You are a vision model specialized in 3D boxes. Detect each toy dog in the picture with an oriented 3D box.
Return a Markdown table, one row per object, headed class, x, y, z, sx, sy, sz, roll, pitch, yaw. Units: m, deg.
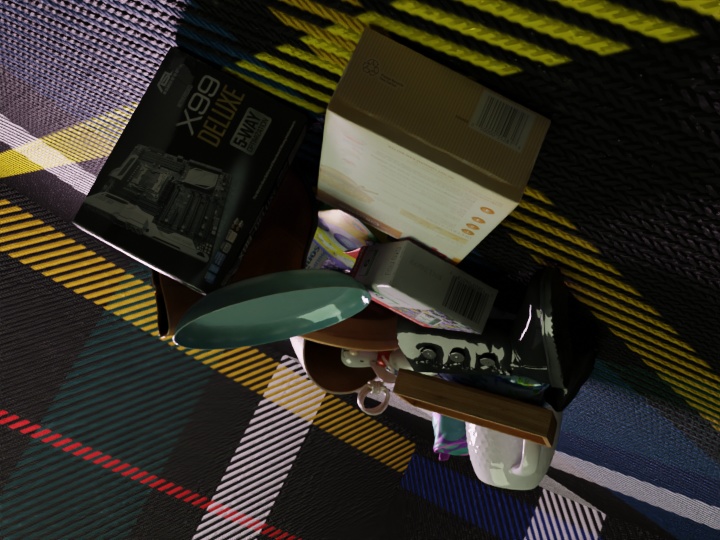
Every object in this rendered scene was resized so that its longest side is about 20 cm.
| class | x | y | z | sx | sy | sz | roll | pitch | yaw |
| --- | --- | --- | --- | --- | --- | --- | --- | --- | --- |
| toy dog | 0.071 | 0.139 | 1.145 | 0.196 | 0.134 | 0.097 | -16 | 163 | -3 |

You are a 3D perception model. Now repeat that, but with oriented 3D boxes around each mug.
| class | x | y | z | sx | sy | sz | roll | pitch | yaw |
| --- | --- | --- | --- | --- | --- | --- | --- | --- | --- |
| mug | 0.230 | 0.229 | 1.069 | 0.144 | 0.180 | 0.200 | 6 | 178 | -1 |

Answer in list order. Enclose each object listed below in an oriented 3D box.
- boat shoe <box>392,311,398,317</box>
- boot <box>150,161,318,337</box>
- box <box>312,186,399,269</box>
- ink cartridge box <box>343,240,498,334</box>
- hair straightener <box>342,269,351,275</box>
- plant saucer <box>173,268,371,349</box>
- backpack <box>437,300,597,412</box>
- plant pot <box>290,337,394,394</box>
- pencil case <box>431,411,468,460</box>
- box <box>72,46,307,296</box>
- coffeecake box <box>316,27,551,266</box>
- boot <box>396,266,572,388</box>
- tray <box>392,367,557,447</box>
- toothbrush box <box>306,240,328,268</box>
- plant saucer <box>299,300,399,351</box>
| class | x | y | z | sx | sy | sz | roll | pitch | yaw |
| --- | --- | --- | --- | --- | --- | --- | --- | --- | --- |
| boat shoe | 0.075 | 0.051 | 1.055 | 0.068 | 0.075 | 0.200 | 15 | 163 | 21 |
| boot | -0.144 | -0.033 | 0.804 | 0.197 | 0.193 | 0.068 | -4 | -176 | -37 |
| box | -0.001 | -0.050 | 0.865 | 0.117 | 0.049 | 0.199 | 44 | 159 | -24 |
| ink cartridge box | 0.047 | 0.018 | 0.763 | 0.108 | 0.051 | 0.199 | 27 | 170 | -17 |
| hair straightener | 0.000 | 0.000 | 1.025 | 0.041 | 0.076 | 0.199 | 59 | 163 | -12 |
| plant saucer | -0.086 | 0.038 | 0.714 | 0.196 | 0.028 | 0.200 | -13 | 165 | -3 |
| backpack | 0.190 | 0.109 | 0.950 | 0.199 | 0.155 | 0.163 | 36 | 177 | 22 |
| plant pot | -0.059 | 0.088 | 1.278 | 0.185 | 0.188 | 0.199 | 37 | 177 | -35 |
| pencil case | 0.149 | 0.205 | 1.215 | 0.084 | 0.204 | 0.092 | 13 | 147 | -34 |
| box | -0.163 | -0.095 | 0.719 | 0.155 | 0.203 | 0.050 | 27 | 170 | 1 |
| coffeecake box | 0.047 | -0.088 | 0.604 | 0.151 | 0.074 | 0.200 | 26 | 166 | 0 |
| boot | 0.134 | 0.061 | 0.831 | 0.196 | 0.066 | 0.167 | 6 | 130 | 29 |
| tray | 0.147 | 0.174 | 0.924 | 0.196 | 0.038 | 0.099 | 12 | 164 | 23 |
| toothbrush box | -0.154 | -0.067 | 0.977 | 0.199 | 0.087 | 0.145 | 35 | -179 | -33 |
| plant saucer | -0.031 | 0.062 | 1.010 | 0.195 | 0.038 | 0.200 | 11 | -171 | -2 |
